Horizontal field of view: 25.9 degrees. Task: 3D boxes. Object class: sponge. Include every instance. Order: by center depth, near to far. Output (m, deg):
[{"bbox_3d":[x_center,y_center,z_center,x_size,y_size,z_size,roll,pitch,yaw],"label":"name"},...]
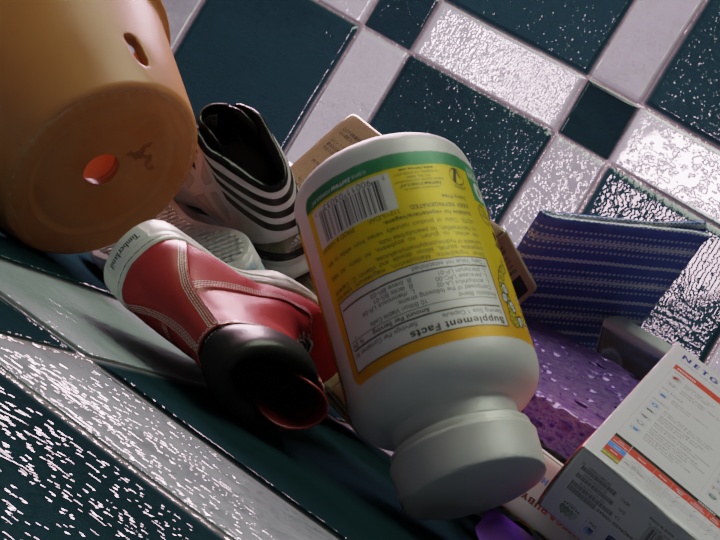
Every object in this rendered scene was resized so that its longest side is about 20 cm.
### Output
[{"bbox_3d":[0.140,0.083,1.053,0.111,0.030,0.200,29,13,1],"label":"sponge"}]

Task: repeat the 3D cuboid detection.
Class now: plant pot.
[{"bbox_3d":[-0.197,-0.107,1.019,0.200,0.200,0.140,30,18,-54],"label":"plant pot"}]

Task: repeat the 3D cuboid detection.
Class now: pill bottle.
[{"bbox_3d":[0.037,0.033,0.894,0.113,0.112,0.201,30,38,-55],"label":"pill bottle"}]

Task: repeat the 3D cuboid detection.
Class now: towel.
[{"bbox_3d":[0.155,0.021,1.175,0.144,0.200,0.024,4,52,-22],"label":"towel"}]

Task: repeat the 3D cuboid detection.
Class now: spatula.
[{"bbox_3d":[0.092,0.160,0.918,0.056,0.021,0.200,39,-2,7],"label":"spatula"}]

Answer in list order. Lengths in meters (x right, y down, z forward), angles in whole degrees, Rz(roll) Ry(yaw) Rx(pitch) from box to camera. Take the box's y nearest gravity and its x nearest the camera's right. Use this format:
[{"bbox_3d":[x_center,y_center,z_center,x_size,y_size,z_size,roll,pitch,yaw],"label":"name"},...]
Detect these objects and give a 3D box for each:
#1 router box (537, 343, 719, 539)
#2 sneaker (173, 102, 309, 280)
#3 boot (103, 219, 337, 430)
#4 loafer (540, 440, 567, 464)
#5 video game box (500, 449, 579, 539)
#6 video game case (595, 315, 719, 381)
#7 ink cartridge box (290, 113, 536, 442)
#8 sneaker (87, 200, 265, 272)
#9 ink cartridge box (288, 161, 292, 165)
[{"bbox_3d":[0.221,0.148,0.898,0.200,0.049,0.179,40,30,13],"label":"router box"},{"bbox_3d":[-0.099,-0.083,1.104,0.200,0.075,0.116,34,-34,42],"label":"sneaker"},{"bbox_3d":[-0.045,0.056,0.905,0.144,0.073,0.200,41,7,36],"label":"boot"},{"bbox_3d":[0.122,0.124,1.172,0.070,0.070,0.200,44,-23,-12],"label":"loafer"},{"bbox_3d":[0.155,0.172,0.991,0.182,0.047,0.200,34,-3,7],"label":"video game box"},{"bbox_3d":[0.229,0.155,1.138,0.023,0.183,0.200,-4,24,-37],"label":"video game case"},{"bbox_3d":[0.000,0.000,1.120,0.200,0.165,0.075,42,-8,45],"label":"ink cartridge box"},{"bbox_3d":[-0.125,0.008,1.087,0.200,0.074,0.082,25,-34,54],"label":"sneaker"},{"bbox_3d":[-0.029,-0.010,1.886,0.199,0.147,0.146,32,2,17],"label":"ink cartridge box"}]
